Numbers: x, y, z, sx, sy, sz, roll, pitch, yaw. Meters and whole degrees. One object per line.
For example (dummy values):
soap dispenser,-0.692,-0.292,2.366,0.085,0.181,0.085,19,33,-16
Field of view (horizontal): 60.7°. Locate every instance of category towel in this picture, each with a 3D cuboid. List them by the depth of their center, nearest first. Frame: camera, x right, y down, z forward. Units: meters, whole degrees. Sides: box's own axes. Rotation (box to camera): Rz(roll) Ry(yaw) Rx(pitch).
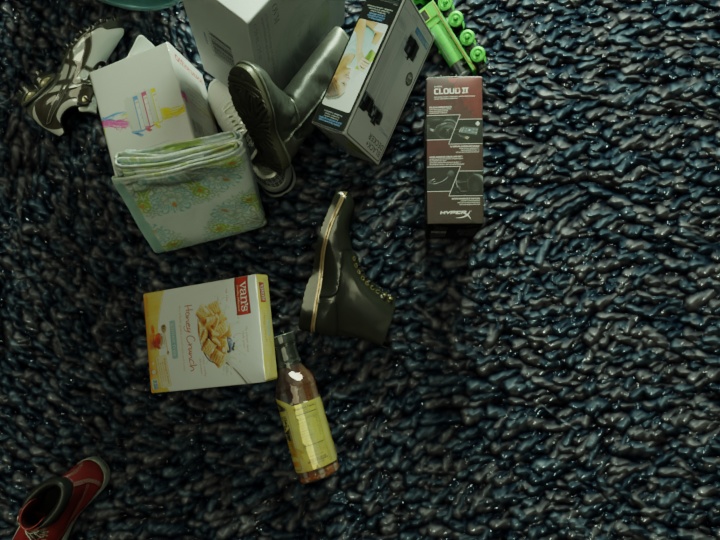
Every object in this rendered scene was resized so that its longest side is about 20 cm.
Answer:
towel,-0.219,-0.098,0.821,0.166,0.201,0.049,-12,63,-6

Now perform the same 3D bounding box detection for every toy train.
toy train,0.116,-0.366,0.896,0.056,0.042,0.203,-31,83,13

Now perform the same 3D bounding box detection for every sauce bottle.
sauce bottle,-0.085,0.190,0.866,0.064,0.066,0.205,-17,82,4

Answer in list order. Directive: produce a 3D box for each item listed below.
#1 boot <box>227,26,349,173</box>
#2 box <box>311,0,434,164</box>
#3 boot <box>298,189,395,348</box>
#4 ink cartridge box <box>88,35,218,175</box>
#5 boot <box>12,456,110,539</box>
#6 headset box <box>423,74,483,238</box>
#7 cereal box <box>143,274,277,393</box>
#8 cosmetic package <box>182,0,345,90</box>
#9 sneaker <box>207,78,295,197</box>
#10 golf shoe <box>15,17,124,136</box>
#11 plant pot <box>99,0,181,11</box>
boot,-0.076,-0.252,0.810,0.072,0.183,0.201,31,69,22
box,0.021,-0.265,0.852,0.059,0.116,0.204,25,89,28
boot,0.000,0.000,0.871,0.135,0.078,0.205,14,100,3
ink cartridge box,-0.284,-0.212,0.881,0.122,0.129,0.205,-18,84,6
boot,-0.451,0.356,0.851,0.072,0.144,0.201,39,92,5
headset box,0.122,-0.153,0.825,0.075,0.149,0.206,1,85,5
cereal box,-0.215,0.092,0.873,0.195,0.039,0.148,-10,84,22
cosmetic package,-0.119,-0.360,0.817,0.122,0.200,0.202,35,76,7
sneaker,-0.162,-0.204,0.893,0.076,0.080,0.202,-36,82,4
golf shoe,-0.418,-0.292,0.937,0.200,0.078,0.095,-43,100,3
plant pot,-0.335,-0.525,0.886,0.194,0.200,0.202,1,78,6
